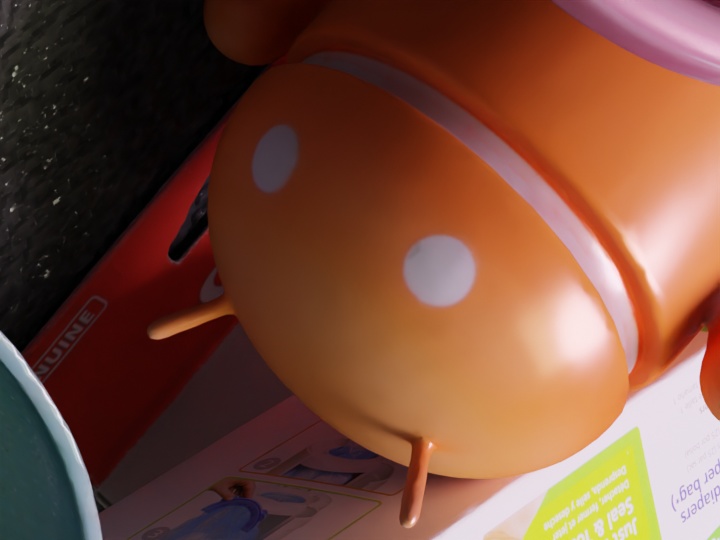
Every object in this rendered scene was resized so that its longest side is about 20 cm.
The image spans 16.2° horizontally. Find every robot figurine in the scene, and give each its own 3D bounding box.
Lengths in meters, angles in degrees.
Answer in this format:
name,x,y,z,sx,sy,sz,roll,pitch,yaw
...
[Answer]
name,x,y,z,sx,sy,sz,roll,pitch,yaw
robot figurine,0.046,-0.033,0.586,0.200,0.144,0.117,-46,-161,-19

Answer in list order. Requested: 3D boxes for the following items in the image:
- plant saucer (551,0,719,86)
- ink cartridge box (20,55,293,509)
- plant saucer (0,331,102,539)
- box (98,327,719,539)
name,x,y,z,sx,sy,sz,roll,pitch,yaw
plant saucer,0.080,-0.134,0.519,0.200,0.201,0.051,-38,-168,-23
ink cartridge box,0.000,0.000,0.715,0.200,0.044,0.174,-50,158,1
plant saucer,-0.146,0.052,0.450,0.199,0.036,0.201,-7,126,-9
box,0.031,0.084,0.656,0.200,0.101,0.113,-31,115,-41
